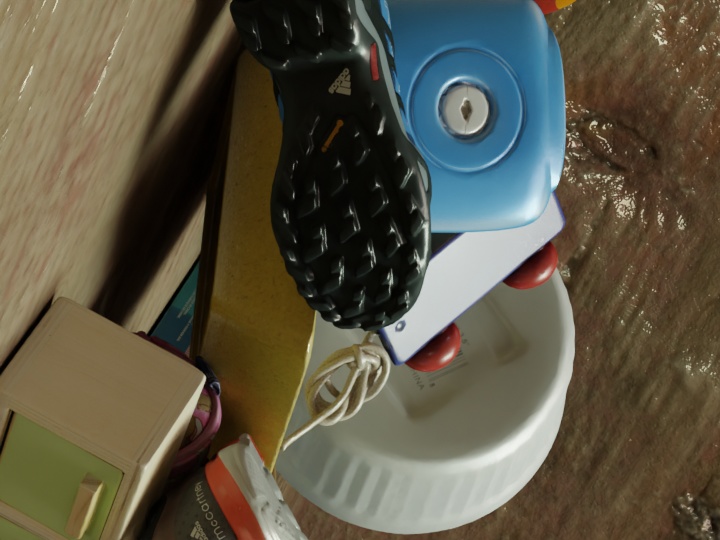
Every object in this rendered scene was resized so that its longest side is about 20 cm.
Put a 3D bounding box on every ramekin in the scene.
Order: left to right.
[{"bbox_3d":[0.032,0.047,1.542,0.201,0.200,0.098,-61,176,-21],"label":"ramekin"}]

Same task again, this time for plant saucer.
[{"bbox_3d":[-0.052,-0.011,1.297,0.200,0.048,0.201,110,-14,-62],"label":"plant saucer"}]

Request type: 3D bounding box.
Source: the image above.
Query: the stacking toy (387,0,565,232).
[{"bbox_3d":[0.016,-0.076,1.326,0.200,0.109,0.117,180,-92,-69],"label":"stacking toy"}]

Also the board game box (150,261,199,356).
[{"bbox_3d":[-0.124,0.108,1.531,0.151,0.047,0.200,-59,174,-38],"label":"board game box"}]

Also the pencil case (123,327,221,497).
[{"bbox_3d":[-0.127,0.114,1.291,0.086,0.083,0.200,-39,162,-39],"label":"pencil case"}]

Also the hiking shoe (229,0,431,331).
[{"bbox_3d":[-0.004,-0.073,1.153,0.087,0.074,0.201,-62,145,-61],"label":"hiking shoe"}]

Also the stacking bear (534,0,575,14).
[{"bbox_3d":[0.079,-0.195,1.375,0.122,0.114,0.200,-54,163,-6],"label":"stacking bear"}]

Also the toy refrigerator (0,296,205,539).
[{"bbox_3d":[-0.138,0.111,1.177,0.070,0.076,0.200,-58,175,-44],"label":"toy refrigerator"}]

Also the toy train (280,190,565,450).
[{"bbox_3d":[0.000,0.000,1.376,0.200,0.116,0.085,-39,135,-14],"label":"toy train"}]

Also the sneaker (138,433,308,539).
[{"bbox_3d":[-0.072,0.125,1.214,0.082,0.077,0.200,-30,168,-2],"label":"sneaker"}]

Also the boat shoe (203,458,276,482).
[{"bbox_3d":[-0.071,0.152,1.350,0.200,0.072,0.065,-103,-156,-45],"label":"boat shoe"}]
